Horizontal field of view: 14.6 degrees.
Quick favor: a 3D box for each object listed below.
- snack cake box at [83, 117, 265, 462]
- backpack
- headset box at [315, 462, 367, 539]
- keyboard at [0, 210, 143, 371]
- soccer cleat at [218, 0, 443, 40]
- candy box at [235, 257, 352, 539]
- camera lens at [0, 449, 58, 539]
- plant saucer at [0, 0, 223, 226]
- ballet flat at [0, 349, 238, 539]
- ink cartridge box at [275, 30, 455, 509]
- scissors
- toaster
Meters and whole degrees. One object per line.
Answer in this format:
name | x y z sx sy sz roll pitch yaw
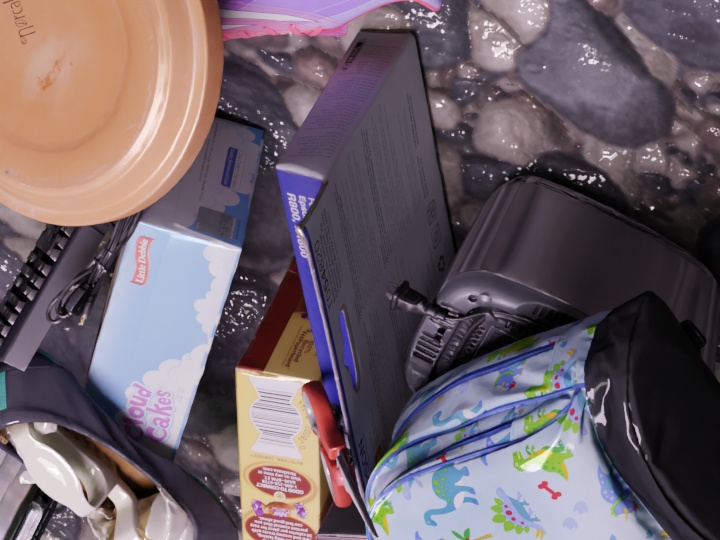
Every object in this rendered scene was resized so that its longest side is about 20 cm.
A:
snack cake box | -0.117 0.017 1.677 0.067 0.115 0.201 15 130 -6
backpack | 0.096 0.113 1.505 0.199 0.154 0.163 -5 130 43
headset box | 0.044 0.178 1.720 0.077 0.149 0.201 2 125 21
keyboard | -0.152 -0.033 1.599 0.021 0.127 0.201 30 89 -26
soccer cleat | -0.049 -0.153 1.568 0.199 0.067 0.077 -16 121 26
candy box | -0.033 0.108 1.718 0.056 0.117 0.201 8 127 14
camera lens | -0.293 0.120 1.796 0.199 0.160 0.160 27 130 0
plant saucer | -0.165 -0.123 1.530 0.199 0.032 0.202 6 101 30
ballet flat | -0.149 0.129 1.654 0.073 0.073 0.200 -24 124 33
ink cartridge box | 0.000 0.000 1.573 0.040 0.200 0.200 2 125 20
scissors | -0.013 0.099 1.496 0.014 0.200 0.074 -14 93 -4
toaster | 0.114 0.033 1.599 0.199 0.129 0.114 27 129 -1
